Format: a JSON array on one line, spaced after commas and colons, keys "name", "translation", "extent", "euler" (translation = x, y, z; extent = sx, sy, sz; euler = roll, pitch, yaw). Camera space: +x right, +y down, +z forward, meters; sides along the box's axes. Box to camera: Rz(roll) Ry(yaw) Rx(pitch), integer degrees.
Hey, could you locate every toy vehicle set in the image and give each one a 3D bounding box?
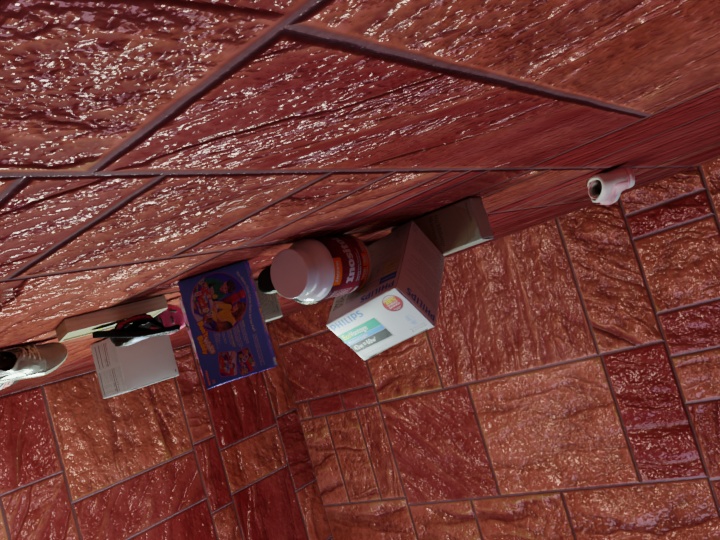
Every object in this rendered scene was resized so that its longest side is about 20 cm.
[{"name": "toy vehicle set", "translation": [-0.498, 0.097, 1.343], "extent": [0.197, 0.027, 0.123], "euler": [-15, 175, -36]}]

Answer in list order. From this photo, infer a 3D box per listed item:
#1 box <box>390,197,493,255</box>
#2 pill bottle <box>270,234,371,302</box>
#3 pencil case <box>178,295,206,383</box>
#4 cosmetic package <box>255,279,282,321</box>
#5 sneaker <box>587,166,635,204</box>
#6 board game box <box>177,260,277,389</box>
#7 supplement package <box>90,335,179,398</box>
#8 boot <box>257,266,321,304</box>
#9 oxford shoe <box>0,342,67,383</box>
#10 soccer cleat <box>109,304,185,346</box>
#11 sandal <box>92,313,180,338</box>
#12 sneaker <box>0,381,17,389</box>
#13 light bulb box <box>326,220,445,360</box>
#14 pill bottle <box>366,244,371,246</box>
[{"name": "box", "translation": [0.174, -0.080, 1.433], "extent": [0.197, 0.097, 0.077], "euler": [-22, 174, 30]}, {"name": "pill bottle", "translation": [-0.072, -0.004, 1.233], "extent": [0.111, 0.116, 0.199], "euler": [-20, 176, 32]}, {"name": "pencil case", "translation": [-0.314, 0.134, 1.401], "extent": [0.081, 0.204, 0.086], "euler": [-16, 174, -28]}, {"name": "cosmetic package", "translation": [-0.296, 0.092, 1.611], "extent": [0.196, 0.106, 0.073], "euler": [-15, 176, -17]}, {"name": "sneaker", "translation": [0.633, -0.214, 1.758], "extent": [0.102, 0.077, 0.200], "euler": [-17, 171, -2]}, {"name": "board game box", "translation": [-0.245, 0.100, 1.240], "extent": [0.131, 0.205, 0.045], "euler": [-16, 176, -2]}, {"name": "supplement package", "translation": [-0.646, 0.258, 1.927], "extent": [0.109, 0.159, 0.199], "euler": [-18, 176, 29]}, {"name": "boot", "translation": [-0.105, 0.021, 1.466], "extent": [0.199, 0.075, 0.153], "euler": [-12, 161, 25]}, {"name": "oxford shoe", "translation": [-0.707, 0.187, 1.419], "extent": [0.199, 0.075, 0.058], "euler": [-15, 140, -57]}, {"name": "soccer cleat", "translation": [-0.470, 0.114, 1.506], "extent": [0.196, 0.071, 0.086], "euler": [-16, -168, 11]}, {"name": "sandal", "translation": [-0.443, 0.108, 1.309], "extent": [0.195, 0.046, 0.075], "euler": [-4, 175, 22]}, {"name": "sneaker", "translation": [-0.951, 0.286, 1.639], "extent": [0.197, 0.069, 0.108], "euler": [-22, 175, 6]}, {"name": "light bulb box", "translation": [0.055, 0.041, 1.359], "extent": [0.196, 0.125, 0.202], "euler": [-30, -151, 35]}, {"name": "pill bottle", "translation": [0.000, 0.000, 1.591], "extent": [0.111, 0.115, 0.198], "euler": [-20, 175, 40]}]
